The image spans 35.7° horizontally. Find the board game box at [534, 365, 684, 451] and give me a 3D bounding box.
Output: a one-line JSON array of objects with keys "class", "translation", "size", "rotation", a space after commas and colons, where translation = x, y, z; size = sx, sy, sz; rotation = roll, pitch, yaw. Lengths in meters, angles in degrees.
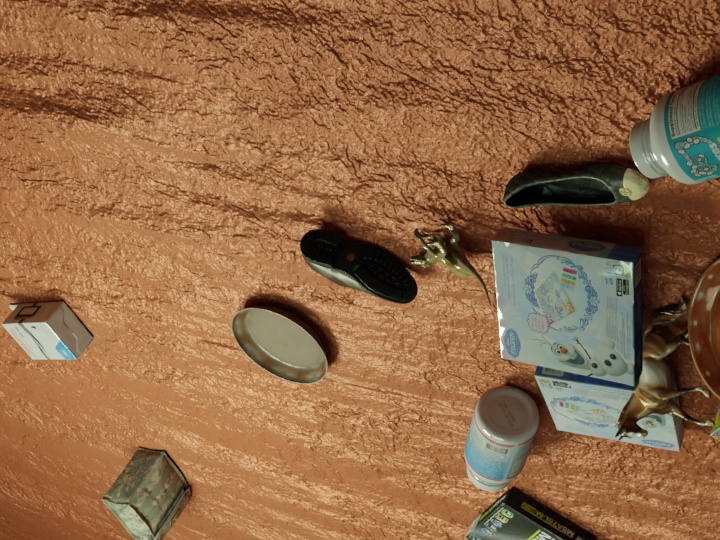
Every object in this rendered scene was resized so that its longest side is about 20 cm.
[{"class": "board game box", "translation": [0.382, 0.202, 1.705], "size": [0.200, 0.043, 0.199], "rotation": [7, 150, 25]}]

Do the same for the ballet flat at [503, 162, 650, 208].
[{"class": "ballet flat", "translation": [0.281, -0.101, 1.461], "size": [0.200, 0.057, 0.067], "rotation": [-1, 133, 37]}]

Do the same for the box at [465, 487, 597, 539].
[{"class": "box", "translation": [0.324, 0.515, 2.147], "size": [0.193, 0.048, 0.200], "rotation": [33, 144, 2]}]

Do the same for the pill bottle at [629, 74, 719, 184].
[{"class": "pill bottle", "translation": [0.405, -0.162, 1.258], "size": [0.200, 0.111, 0.111], "rotation": [-17, 122, 46]}]

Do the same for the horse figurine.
[{"class": "horse figurine", "translation": [0.427, 0.139, 1.559], "size": [0.132, 0.200, 0.050], "rotation": [-5, 166, 39]}]

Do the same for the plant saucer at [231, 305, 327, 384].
[{"class": "plant saucer", "translation": [-0.144, 0.131, 2.055], "size": [0.200, 0.032, 0.200], "rotation": [19, 141, 16]}]

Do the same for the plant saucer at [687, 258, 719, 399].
[{"class": "plant saucer", "translation": [0.497, 0.077, 1.430], "size": [0.032, 0.201, 0.200], "rotation": [-2, 152, -24]}]

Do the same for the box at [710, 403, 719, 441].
[{"class": "box", "translation": [0.617, 0.189, 1.500], "size": [0.200, 0.122, 0.193], "rotation": [30, 145, 3]}]

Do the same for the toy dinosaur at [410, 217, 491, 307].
[{"class": "toy dinosaur", "translation": [0.136, -0.020, 1.644], "size": [0.200, 0.058, 0.101], "rotation": [28, 153, 56]}]

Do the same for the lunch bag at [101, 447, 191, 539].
[{"class": "lunch bag", "translation": [-0.495, 0.553, 2.679], "size": [0.117, 0.164, 0.200], "rotation": [3, 135, 36]}]

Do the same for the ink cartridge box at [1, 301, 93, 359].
[{"class": "ink cartridge box", "translation": [-0.688, 0.132, 2.416], "size": [0.200, 0.068, 0.116], "rotation": [-4, 130, 39]}]

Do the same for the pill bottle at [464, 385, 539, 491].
[{"class": "pill bottle", "translation": [0.235, 0.292, 1.903], "size": [0.109, 0.109, 0.200], "rotation": [23, 143, 12]}]

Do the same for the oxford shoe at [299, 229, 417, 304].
[{"class": "oxford shoe", "translation": [0.000, 0.000, 1.784], "size": [0.200, 0.073, 0.084], "rotation": [27, 160, 9]}]

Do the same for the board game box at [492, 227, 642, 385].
[{"class": "board game box", "translation": [0.286, 0.049, 1.540], "size": [0.199, 0.043, 0.200], "rotation": [10, 125, 28]}]
